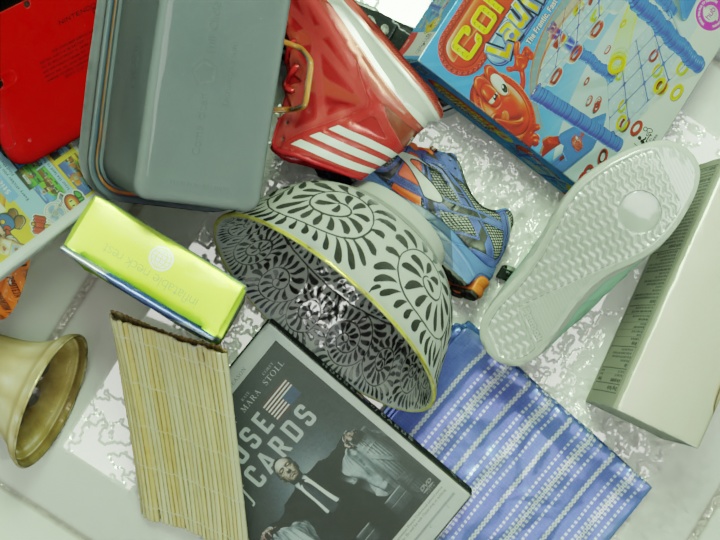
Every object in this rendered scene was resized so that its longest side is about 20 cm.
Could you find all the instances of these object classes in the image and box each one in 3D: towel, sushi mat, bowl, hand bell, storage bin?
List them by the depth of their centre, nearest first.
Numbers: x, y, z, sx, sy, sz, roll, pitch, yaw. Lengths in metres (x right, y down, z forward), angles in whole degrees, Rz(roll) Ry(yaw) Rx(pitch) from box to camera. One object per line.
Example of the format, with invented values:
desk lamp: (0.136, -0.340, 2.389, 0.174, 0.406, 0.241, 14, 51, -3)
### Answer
storage bin: (-0.096, -0.127, 1.047, 0.144, 0.134, 0.202, 7, 101, -17)
sushi mat: (-0.126, 0.119, 1.142, 0.095, 0.012, 0.202, 15, 131, 21)
bowl: (0.000, 0.000, 1.154, 0.200, 0.201, 0.094, 42, 71, -1)
hand bell: (-0.311, 0.056, 1.187, 0.198, 0.104, 0.105, 23, 87, 11)
towel: (0.105, 0.154, 1.228, 0.200, 0.024, 0.145, 41, 87, -2)

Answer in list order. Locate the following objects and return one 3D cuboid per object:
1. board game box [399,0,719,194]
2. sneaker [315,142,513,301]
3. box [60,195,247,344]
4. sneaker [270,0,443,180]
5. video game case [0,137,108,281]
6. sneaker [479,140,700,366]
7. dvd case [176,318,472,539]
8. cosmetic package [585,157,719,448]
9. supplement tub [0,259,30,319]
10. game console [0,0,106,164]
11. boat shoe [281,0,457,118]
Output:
board game box: (0.159, -0.180, 1.201, 0.195, 0.056, 0.201, 34, 86, -19)
sneaker: (0.033, -0.068, 1.215, 0.200, 0.075, 0.079, 44, 75, -8)
box: (-0.141, 0.004, 1.128, 0.121, 0.200, 0.048, 30, 84, -2)
sneaker: (-0.044, -0.149, 1.138, 0.115, 0.078, 0.200, -42, 76, 6)
video game case: (-0.252, -0.115, 1.111, 0.200, 0.023, 0.182, 50, 56, -2)
sneaker: (0.166, -0.022, 1.184, 0.074, 0.118, 0.201, 44, 104, 2)
dvd case: (-0.039, 0.157, 1.207, 0.200, 0.025, 0.151, 40, 96, -2)
cosmetic package: (0.247, 0.024, 1.202, 0.072, 0.104, 0.202, 24, 88, -3)
supplement tub: (-0.334, -0.028, 1.116, 0.198, 0.122, 0.124, 12, 87, -28)
game console: (-0.212, -0.197, 1.126, 0.199, 0.118, 0.174, -33, 121, -27)
boat shoe: (-0.007, -0.169, 1.210, 0.198, 0.068, 0.072, 24, 87, -2)
